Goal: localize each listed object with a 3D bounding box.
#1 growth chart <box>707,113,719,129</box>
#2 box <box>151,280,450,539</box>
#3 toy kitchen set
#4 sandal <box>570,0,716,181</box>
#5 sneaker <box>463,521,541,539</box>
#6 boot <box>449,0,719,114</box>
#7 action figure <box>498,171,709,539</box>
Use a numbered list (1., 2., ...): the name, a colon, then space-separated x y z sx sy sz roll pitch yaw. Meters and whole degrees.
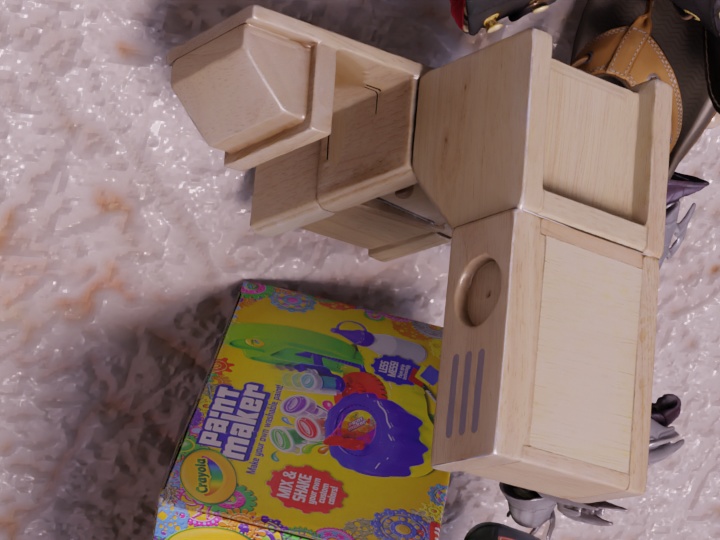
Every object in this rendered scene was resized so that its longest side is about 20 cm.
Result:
1. growth chart: 0.213 -0.176 1.038 0.144 0.018 0.201 -26 128 -8
2. box: -0.032 0.144 0.995 0.121 0.200 0.193 13 119 2
3. toy kitchen set: 0.000 0.000 0.898 0.163 0.200 0.181 17 70 -32
4. sandal: 0.114 -0.072 0.997 0.201 0.082 0.055 -59 162 4
5. sneaker: 0.066 0.167 1.034 0.075 0.200 0.085 26 86 -8
6. boot: 0.110 -0.131 0.891 0.150 0.073 0.200 -15 141 -4
7. action figure: 0.108 0.043 1.066 0.069 0.130 0.201 -4 110 -52
